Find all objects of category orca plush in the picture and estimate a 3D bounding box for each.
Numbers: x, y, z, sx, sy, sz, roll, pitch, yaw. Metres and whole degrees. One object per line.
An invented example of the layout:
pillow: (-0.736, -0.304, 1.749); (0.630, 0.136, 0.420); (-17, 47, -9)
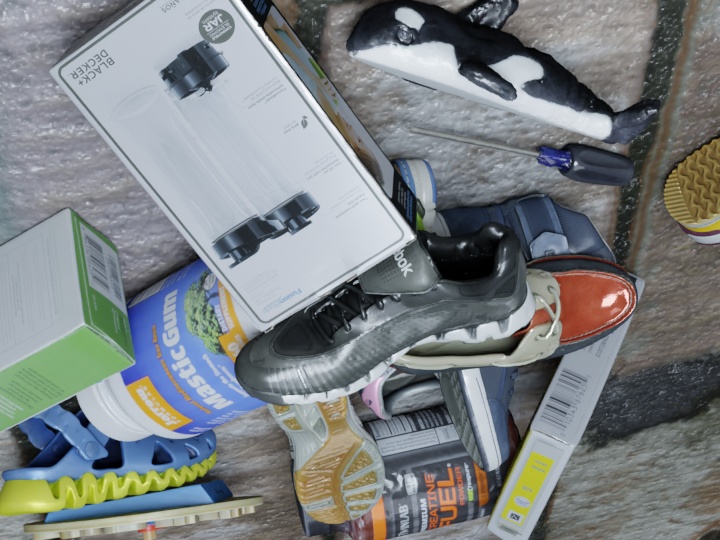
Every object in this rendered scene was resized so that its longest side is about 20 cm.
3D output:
orca plush: (0.094, -0.138, 0.796); (0.200, 0.105, 0.071); (16, 95, -5)

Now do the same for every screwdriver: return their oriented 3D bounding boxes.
screwdriver: (0.113, -0.087, 0.910); (0.200, 0.029, 0.028); (11, 135, -27)

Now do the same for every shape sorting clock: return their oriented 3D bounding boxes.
shape sorting clock: (-0.181, 0.207, 1.080); (0.200, 0.039, 0.200); (-11, 172, -1)

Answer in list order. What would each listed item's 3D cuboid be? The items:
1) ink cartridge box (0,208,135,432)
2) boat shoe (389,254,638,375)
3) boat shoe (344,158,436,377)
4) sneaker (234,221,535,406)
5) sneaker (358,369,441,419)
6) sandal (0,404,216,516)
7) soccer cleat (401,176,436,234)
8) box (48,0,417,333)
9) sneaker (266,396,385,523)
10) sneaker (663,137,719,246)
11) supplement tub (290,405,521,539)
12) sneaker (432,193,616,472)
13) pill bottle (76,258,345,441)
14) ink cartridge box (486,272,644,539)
ink cartridge box: (-0.255, 0.053, 0.868); (0.200, 0.104, 0.059); (-27, 141, 12)
boat shoe: (0.102, 0.032, 0.885); (0.200, 0.071, 0.063); (-8, -176, -9)
boat shoe: (0.000, 0.000, 0.941); (0.072, 0.072, 0.200); (0, 130, -14)
sneaker: (0.015, 0.018, 0.783); (0.200, 0.066, 0.091); (-18, 139, -12)
sneaker: (0.087, 0.057, 1.026); (0.200, 0.082, 0.070); (-26, 141, 10)
sandal: (-0.197, 0.138, 1.021); (0.079, 0.087, 0.200); (-14, 172, 41)
soccer cleat: (-0.030, -0.045, 0.837); (0.200, 0.065, 0.084); (40, 128, -22)
box: (-0.068, -0.075, 0.745); (0.117, 0.060, 0.200); (-33, 110, 17)
sneaker: (-0.030, 0.118, 1.035); (0.076, 0.088, 0.200); (-15, 128, -2)
sneaker: (0.330, -0.085, 0.967); (0.200, 0.075, 0.090); (-27, 150, 22)
supplement tub: (0.041, 0.182, 1.145); (0.200, 0.107, 0.107); (-12, 142, -8)
sneaker: (0.127, 0.042, 0.964); (0.146, 0.077, 0.202); (-13, 100, -12)
pill bottle: (-0.110, 0.054, 0.906); (0.200, 0.112, 0.112); (-28, 144, 35)
ink cartridge box: (0.163, 0.126, 1.071); (0.047, 0.198, 0.200); (25, 137, 7)
